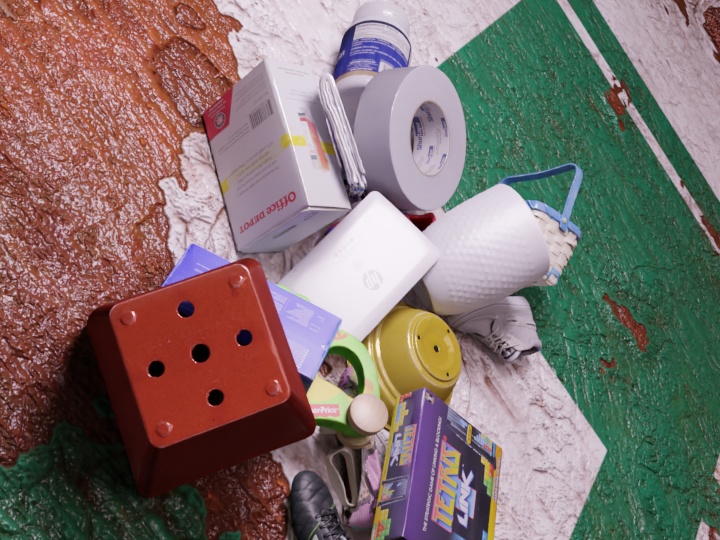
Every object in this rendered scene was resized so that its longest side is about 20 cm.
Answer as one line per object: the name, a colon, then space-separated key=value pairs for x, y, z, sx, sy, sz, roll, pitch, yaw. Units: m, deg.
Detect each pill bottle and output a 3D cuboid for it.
pill bottle: x=0.020 y=-0.314 z=1.433 sx=0.115 sy=0.115 sz=0.202 roll=34 pitch=48 yaw=-28

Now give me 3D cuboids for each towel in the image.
towel: x=-0.025 y=-0.168 z=1.216 sx=0.200 sy=0.024 sz=0.149 roll=169 pitch=-97 yaw=-89

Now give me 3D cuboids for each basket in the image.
basket: x=0.268 y=-0.073 z=1.518 sx=0.138 sy=0.175 sz=0.202 roll=27 pitch=70 yaw=-32

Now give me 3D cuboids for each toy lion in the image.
toy lion: x=-0.077 y=0.110 z=1.106 sx=0.197 sy=0.069 sz=0.194 roll=4 pitch=61 yaw=-19

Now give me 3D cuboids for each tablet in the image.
tablet: x=0.000 y=0.000 z=1.227 sx=0.130 sy=0.014 sz=0.200 roll=43 pitch=69 yaw=5

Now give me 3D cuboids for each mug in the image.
mug: x=0.153 y=-0.016 z=1.350 sx=0.174 sy=0.200 sz=0.149 roll=-28 pitch=90 yaw=-10

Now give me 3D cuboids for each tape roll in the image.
tape roll: x=0.073 y=-0.187 z=1.328 sx=0.199 sy=0.066 sz=0.203 roll=-5 pitch=96 yaw=-53

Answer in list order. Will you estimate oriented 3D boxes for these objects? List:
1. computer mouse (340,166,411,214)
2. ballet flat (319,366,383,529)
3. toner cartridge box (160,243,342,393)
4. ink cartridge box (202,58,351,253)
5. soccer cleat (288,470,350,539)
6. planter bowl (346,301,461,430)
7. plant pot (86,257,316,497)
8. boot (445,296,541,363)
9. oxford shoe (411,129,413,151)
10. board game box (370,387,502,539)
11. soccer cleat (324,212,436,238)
computer mouse: x=-0.005 y=-0.114 z=1.353 sx=0.198 sy=0.044 sz=0.111 roll=11 pitch=63 yaw=-39
ballet flat: x=-0.013 y=0.217 z=1.149 sx=0.070 sy=0.069 sz=0.203 roll=1 pitch=70 yaw=-33
toner cartridge box: x=-0.129 y=0.055 z=1.064 sx=0.198 sy=0.043 sz=0.095 roll=27 pitch=51 yaw=1
ink cartridge box: x=-0.109 y=-0.140 z=1.182 sx=0.083 sy=0.144 sz=0.202 roll=0 pitch=69 yaw=-47
soccer cleat: x=-0.027 y=0.322 z=1.058 sx=0.067 sy=0.081 sz=0.202 roll=-1 pitch=69 yaw=-46
planter bowl: x=0.079 y=0.119 z=1.279 sx=0.199 sy=0.083 sz=0.203 roll=23 pitch=54 yaw=-36
plant pot: x=-0.156 y=0.093 z=0.917 sx=0.198 sy=0.176 sz=0.202 roll=-19 pitch=80 yaw=-13
boot: x=0.215 y=0.094 z=1.438 sx=0.199 sy=0.073 sz=0.097 roll=-2 pitch=63 yaw=-47
oxford shoe: x=0.124 y=-0.214 z=1.510 sx=0.072 sy=0.084 sz=0.202 roll=26 pitch=54 yaw=-36
board game box: x=0.100 y=0.274 z=1.152 sx=0.165 sy=0.056 sz=0.202 roll=40 pitch=44 yaw=-31
soccer cleat: x=0.029 y=-0.056 z=1.322 sx=0.199 sy=0.077 sz=0.067 roll=-1 pitch=53 yaw=-49
